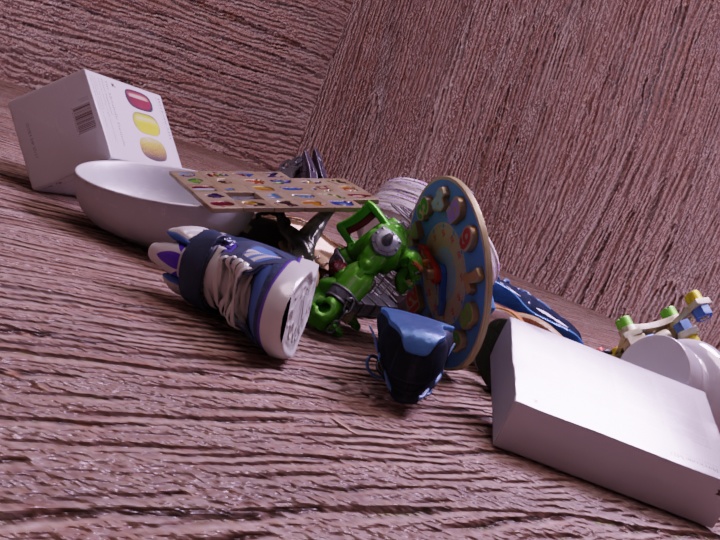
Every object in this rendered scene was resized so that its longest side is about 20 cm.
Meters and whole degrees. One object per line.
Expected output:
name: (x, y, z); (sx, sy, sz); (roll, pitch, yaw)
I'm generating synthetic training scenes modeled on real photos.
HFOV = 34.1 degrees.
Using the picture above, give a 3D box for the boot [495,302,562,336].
boot: (0.213, 0.090, 1.467); (0.199, 0.073, 0.166); (29, 6, 31)

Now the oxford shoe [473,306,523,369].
oxford shoe: (0.152, 0.083, 1.334); (0.073, 0.072, 0.200); (9, 10, -32)

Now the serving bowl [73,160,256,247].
serving bowl: (-0.213, -0.065, 1.271); (0.199, 0.066, 0.200); (10, 15, -3)

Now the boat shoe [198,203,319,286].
boat shoe: (-0.109, -0.021, 1.338); (0.200, 0.072, 0.076); (40, -9, 37)

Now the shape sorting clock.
shape sorting clock: (0.086, 0.003, 1.211); (0.039, 0.201, 0.200); (-4, 14, -17)

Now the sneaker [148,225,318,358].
sneaker: (-0.116, 0.013, 0.984); (0.145, 0.081, 0.200); (13, 9, 2)

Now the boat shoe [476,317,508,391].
boat shoe: (0.190, 0.116, 1.183); (0.074, 0.076, 0.200); (24, 11, -34)

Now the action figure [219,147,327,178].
action figure: (-0.140, -0.090, 1.481); (0.199, 0.070, 0.130); (-23, -11, 13)

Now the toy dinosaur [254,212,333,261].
toy dinosaur: (-0.081, -0.030, 1.250); (0.088, 0.048, 0.201); (22, 48, 3)

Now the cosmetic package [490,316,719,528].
cosmetic package: (0.211, 0.127, 1.010); (0.199, 0.052, 0.151); (21, 22, -4)

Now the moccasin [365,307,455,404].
moccasin: (0.036, 0.072, 1.010); (0.080, 0.069, 0.200); (14, 3, 8)

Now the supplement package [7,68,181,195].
supplement package: (-0.317, -0.160, 1.432); (0.109, 0.114, 0.200); (-19, -5, 15)

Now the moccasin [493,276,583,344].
moccasin: (0.223, 0.066, 1.678); (0.199, 0.081, 0.068); (34, 19, -6)

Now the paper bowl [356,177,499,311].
paper bowl: (0.077, -0.016, 1.555); (0.200, 0.104, 0.201); (33, -24, 17)

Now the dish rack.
dish rack: (0.049, -0.028, 1.372); (0.055, 0.200, 0.153); (42, 13, 19)

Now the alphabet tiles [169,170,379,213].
alphabet tiles: (-0.089, -0.086, 1.261); (0.199, 0.008, 0.167); (-1, 17, -24)

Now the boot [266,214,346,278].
boot: (-0.061, -0.013, 1.465); (0.199, 0.074, 0.075); (21, 15, -28)

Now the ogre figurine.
ogre figurine: (0.000, 0.000, 1.203); (0.098, 0.120, 0.200); (46, 10, 18)

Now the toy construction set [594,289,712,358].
toy construction set: (0.319, 0.111, 1.298); (0.130, 0.201, 0.092); (-20, 48, -9)

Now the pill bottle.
pill bottle: (0.341, 0.135, 1.178); (0.200, 0.112, 0.111); (28, 0, -41)
